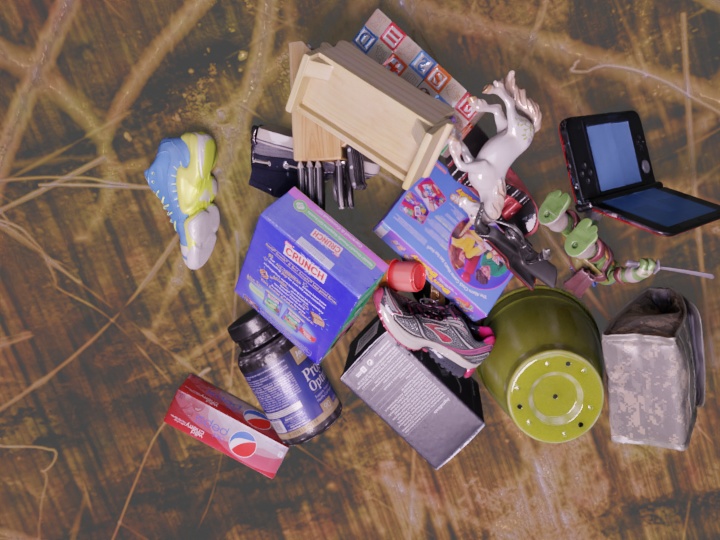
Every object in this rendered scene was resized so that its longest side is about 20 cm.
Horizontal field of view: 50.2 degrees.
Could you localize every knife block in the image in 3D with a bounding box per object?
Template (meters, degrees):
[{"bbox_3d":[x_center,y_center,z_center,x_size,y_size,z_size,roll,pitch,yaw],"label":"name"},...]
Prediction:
[{"bbox_3d":[-0.063,-0.180,1.046,0.200,0.064,0.176,44,103,7],"label":"knife block"}]

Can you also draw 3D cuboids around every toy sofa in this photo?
[{"bbox_3d":[0.015,-0.197,0.957,0.198,0.098,0.084,34,127,10],"label":"toy sofa"}]

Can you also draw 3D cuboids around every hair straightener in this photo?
[{"bbox_3d":[0.220,-0.034,1.035,0.076,0.042,0.200,-6,145,40],"label":"hair straightener"}]

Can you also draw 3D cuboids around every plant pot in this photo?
[{"bbox_3d":[0.263,0.144,1.095,0.196,0.193,0.205,1,103,5],"label":"plant pot"}]

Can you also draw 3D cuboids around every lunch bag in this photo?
[{"bbox_3d":[0.419,0.129,1.079,0.116,0.199,0.167,0,109,32],"label":"lunch bag"}]

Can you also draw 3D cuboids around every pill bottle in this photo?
[{"bbox_3d":[-0.119,0.154,1.175,0.110,0.112,0.202,-27,100,11],"label":"pill bottle"}]

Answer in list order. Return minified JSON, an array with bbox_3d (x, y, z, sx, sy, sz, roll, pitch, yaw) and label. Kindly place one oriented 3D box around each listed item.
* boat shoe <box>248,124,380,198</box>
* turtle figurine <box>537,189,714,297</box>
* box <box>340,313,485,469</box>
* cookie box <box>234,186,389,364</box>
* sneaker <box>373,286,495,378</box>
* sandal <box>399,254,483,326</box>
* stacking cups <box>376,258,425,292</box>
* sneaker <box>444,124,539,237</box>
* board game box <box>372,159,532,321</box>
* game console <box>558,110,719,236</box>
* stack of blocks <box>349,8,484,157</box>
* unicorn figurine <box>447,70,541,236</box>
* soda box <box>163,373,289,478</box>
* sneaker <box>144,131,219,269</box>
[{"bbox_3d":[-0.072,-0.145,1.126,0.196,0.075,0.094,18,109,10],"label":"boat shoe"},{"bbox_3d":[0.346,-0.054,1.057,0.198,0.192,0.147,-17,64,38],"label":"turtle figurine"},{"bbox_3d":[0.079,0.166,1.141,0.200,0.148,0.104,44,103,-5],"label":"box"},{"bbox_3d":[-0.073,0.012,1.056,0.170,0.075,0.201,40,144,6],"label":"cookie box"},{"bbox_3d":[0.100,0.071,1.075,0.198,0.081,0.075,29,117,-25],"label":"sneaker"},{"bbox_3d":[0.104,0.020,1.134,0.081,0.054,0.202,-25,101,52],"label":"sandal"},{"bbox_3d":[0.000,0.000,1.113,0.197,0.060,0.062,0,105,33],"label":"stacking cups"},{"bbox_3d":[0.188,-0.127,1.105,0.073,0.086,0.202,-37,74,18],"label":"sneaker"},{"bbox_3d":[0.133,-0.046,1.104,0.199,0.045,0.135,41,68,-5],"label":"board game box"},{"bbox_3d":[0.370,-0.132,0.995,0.118,0.198,0.176,-13,91,48],"label":"game console"},{"bbox_3d":[0.064,-0.247,1.070,0.200,0.059,0.116,43,103,7],"label":"stack of blocks"},{"bbox_3d":[0.166,-0.149,1.007,0.137,0.074,0.200,41,101,-20],"label":"unicorn figurine"},{"bbox_3d":[-0.207,0.248,1.226,0.197,0.070,0.064,28,105,-2],"label":"soda box"},{"bbox_3d":[-0.269,-0.107,1.156,0.103,0.076,0.205,8,97,16],"label":"sneaker"}]
